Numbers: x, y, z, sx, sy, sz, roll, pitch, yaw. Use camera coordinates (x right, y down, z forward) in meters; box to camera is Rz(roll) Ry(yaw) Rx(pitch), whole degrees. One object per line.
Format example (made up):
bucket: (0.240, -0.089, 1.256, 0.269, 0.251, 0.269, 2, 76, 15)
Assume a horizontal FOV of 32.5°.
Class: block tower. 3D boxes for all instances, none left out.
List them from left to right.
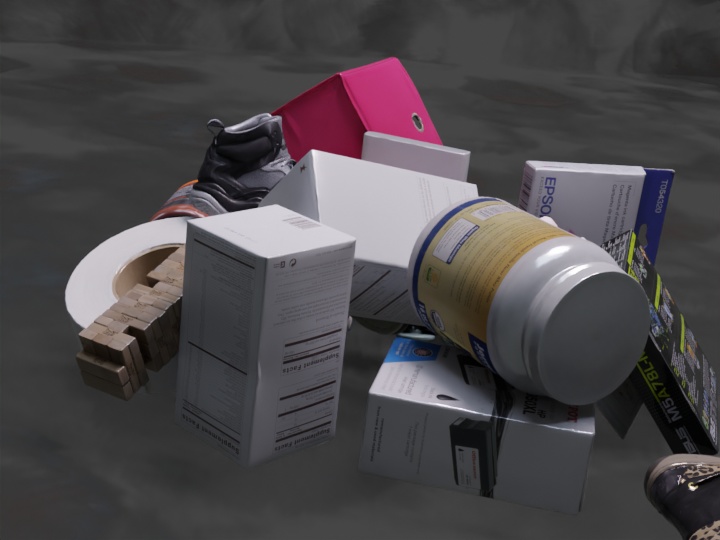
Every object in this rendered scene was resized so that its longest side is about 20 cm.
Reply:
block tower: (-0.173, 0.032, 1.140, 0.058, 0.054, 0.200, 17, 45, 29)

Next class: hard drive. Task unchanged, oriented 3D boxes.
hard drive: (0.056, -0.059, 1.506, 0.131, 0.201, 0.027, 14, 20, 19)

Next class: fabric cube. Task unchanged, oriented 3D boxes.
fabric cube: (-0.022, -0.147, 1.638, 0.200, 0.197, 0.199, -25, 4, 26)

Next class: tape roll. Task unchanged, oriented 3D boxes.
tape roll: (-0.192, 0.032, 1.246, 0.202, 0.071, 0.203, -5, 38, 4)

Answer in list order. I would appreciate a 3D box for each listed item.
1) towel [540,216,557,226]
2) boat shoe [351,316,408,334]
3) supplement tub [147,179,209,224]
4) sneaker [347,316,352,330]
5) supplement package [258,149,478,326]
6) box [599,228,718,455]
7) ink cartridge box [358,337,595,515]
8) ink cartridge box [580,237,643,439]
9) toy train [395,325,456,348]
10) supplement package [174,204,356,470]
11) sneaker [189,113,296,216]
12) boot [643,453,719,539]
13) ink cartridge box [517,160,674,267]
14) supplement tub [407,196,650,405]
towel: (0.205, 0.042, 1.348, 0.032, 0.191, 0.200, -35, -7, 35)
boat shoe: (0.000, 0.000, 1.374, 0.201, 0.072, 0.061, 52, 12, 34)
supplement tub: (-0.202, -0.053, 1.548, 0.106, 0.107, 0.200, 8, 19, 3)
sneaker: (-0.060, 0.035, 1.370, 0.077, 0.086, 0.200, 13, 19, 19)
supplement package: (0.014, -0.028, 1.236, 0.199, 0.117, 0.117, 10, -30, -30)
box: (0.297, 0.072, 1.246, 0.047, 0.193, 0.200, -31, 8, 22)
ink cartridge box: (0.112, 0.138, 1.128, 0.199, 0.085, 0.145, 10, 19, 8)
ink cartridge box: (0.240, 0.073, 1.299, 0.160, 0.047, 0.200, 52, 37, -5)
toy train: (0.117, 0.046, 1.420, 0.199, 0.086, 0.114, 5, 6, -1)
supplement package: (-0.088, 0.057, 1.114, 0.109, 0.201, 0.114, -13, 28, -43)
sneaker: (-0.076, -0.104, 1.311, 0.199, 0.114, 0.075, 8, 12, -14)
boot: (0.347, 0.208, 1.023, 0.199, 0.073, 0.151, 3, 17, 1)
ink cartridge box: (0.283, -0.031, 1.512, 0.199, 0.197, 0.043, 2, 21, -13)
supplement tub: (0.148, 0.026, 1.113, 0.144, 0.145, 0.200, -4, 21, -30)
